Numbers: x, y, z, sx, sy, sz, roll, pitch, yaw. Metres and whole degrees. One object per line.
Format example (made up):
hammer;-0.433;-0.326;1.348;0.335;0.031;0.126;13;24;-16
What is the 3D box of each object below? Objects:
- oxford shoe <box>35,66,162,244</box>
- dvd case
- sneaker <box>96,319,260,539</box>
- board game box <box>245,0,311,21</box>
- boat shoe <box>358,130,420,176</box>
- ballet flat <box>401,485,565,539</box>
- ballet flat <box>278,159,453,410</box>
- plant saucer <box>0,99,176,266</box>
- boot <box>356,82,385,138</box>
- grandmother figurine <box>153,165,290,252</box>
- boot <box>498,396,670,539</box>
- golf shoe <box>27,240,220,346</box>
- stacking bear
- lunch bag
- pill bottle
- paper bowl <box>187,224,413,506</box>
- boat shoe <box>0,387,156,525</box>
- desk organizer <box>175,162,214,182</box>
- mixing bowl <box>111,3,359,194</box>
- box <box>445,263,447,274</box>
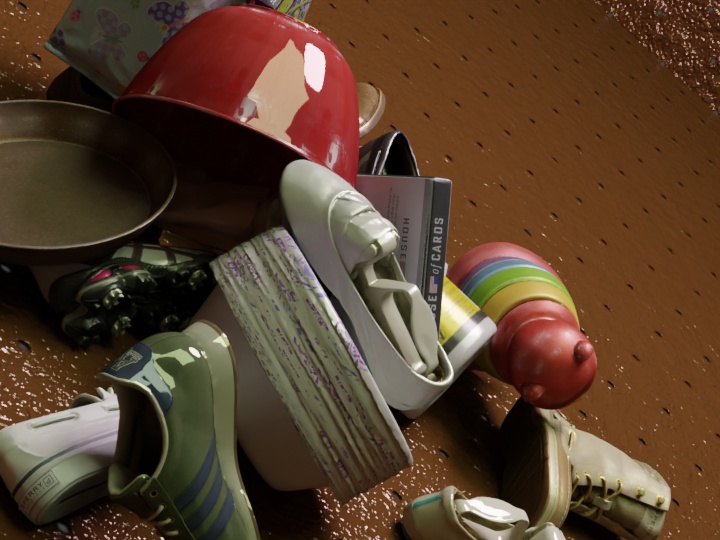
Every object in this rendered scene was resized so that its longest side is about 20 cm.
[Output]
oxford shoe;-0.205;-0.097;1.624;0.071;0.073;0.200;14;33;-49
dvd case;0.000;0.000;1.561;0.025;0.151;0.200;4;2;-34
sneaker;-0.119;0.137;1.242;0.090;0.201;0.067;-14;13;-39
board game box;-0.070;-0.211;1.657;0.032;0.200;0.120;35;63;3
boat shoe;0.027;-0.028;1.627;0.072;0.065;0.201;19;46;-33
ballet flat;0.122;0.220;1.575;0.200;0.070;0.070;28;25;-31
ballet flat;0.012;0.005;1.431;0.200;0.069;0.069;64;20;-7
plant saucer;-0.234;-0.060;1.456;0.199;0.035;0.201;6;35;-4
boot;-0.043;-0.127;1.727;0.076;0.074;0.200;53;39;-8
grandmother figurine;-0.157;-0.053;1.535;0.199;0.061;0.121;11;12;14
boot;0.199;0.195;1.740;0.155;0.073;0.200;32;16;-12
golf shoe;-0.166;0.000;1.503;0.088;0.077;0.200;43;20;23
stacking bear;0.148;0.058;1.768;0.114;0.121;0.200;57;-1;-25
lunch bag;-0.148;-0.226;1.654;0.127;0.170;0.200;37;18;12
pill bottle;0.010;0.022;1.706;0.200;0.111;0.111;43;21;7
paper bowl;-0.052;0.077;1.442;0.201;0.104;0.201;59;-2;4
boat shoe;-0.161;0.105;1.302;0.067;0.074;0.200;49;23;14
desk organizer;-0.118;-0.114;1.788;0.077;0.072;0.200;33;20;10
mixing bowl;-0.077;-0.133;1.531;0.200;0.109;0.200;21;-12;5
box;0.002;-0.042;1.853;0.200;0.041;0.156;52;19;-14
